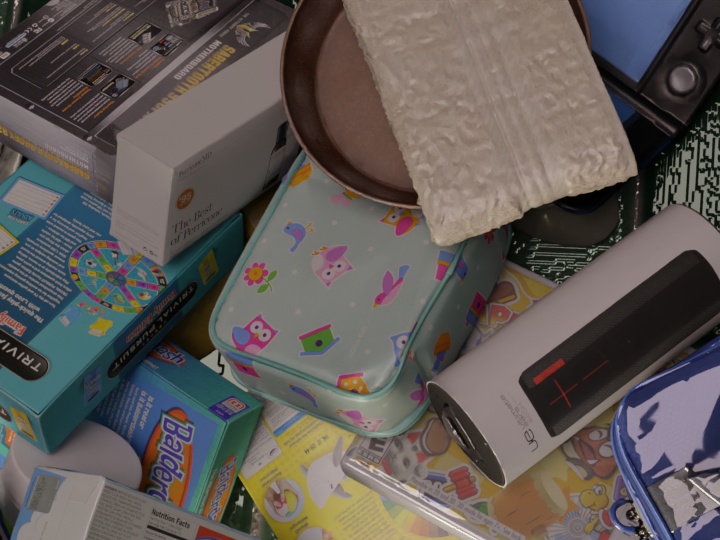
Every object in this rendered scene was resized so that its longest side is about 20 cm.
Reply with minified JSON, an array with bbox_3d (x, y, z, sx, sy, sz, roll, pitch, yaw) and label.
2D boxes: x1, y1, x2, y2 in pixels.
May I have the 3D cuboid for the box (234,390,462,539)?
[{"bbox_3d":[-0.003,0.153,0.931,0.117,0.048,0.200,-36,70,7],"label":"box"}]

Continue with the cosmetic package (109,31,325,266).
[{"bbox_3d":[-0.080,-0.089,0.917,0.050,0.200,0.083,29,134,20],"label":"cosmetic package"}]

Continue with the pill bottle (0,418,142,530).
[{"bbox_3d":[-0.212,0.199,0.910,0.112,0.112,0.201,34,119,19],"label":"pill bottle"}]

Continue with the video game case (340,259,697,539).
[{"bbox_3d":[0.117,0.098,0.887,0.199,0.023,0.182,26,68,19],"label":"video game case"}]

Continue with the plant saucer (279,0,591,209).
[{"bbox_3d":[0.048,-0.130,0.885,0.199,0.034,0.201,-3,72,11],"label":"plant saucer"}]

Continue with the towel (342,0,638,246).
[{"bbox_3d":[0.073,-0.123,0.844,0.132,0.034,0.201,-21,72,6],"label":"towel"}]

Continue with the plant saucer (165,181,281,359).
[{"bbox_3d":[-0.153,-0.033,1.008,0.200,0.048,0.201,-34,73,7],"label":"plant saucer"}]

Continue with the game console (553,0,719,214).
[{"bbox_3d":[0.133,-0.164,0.904,0.200,0.118,0.171,39,115,18],"label":"game console"}]

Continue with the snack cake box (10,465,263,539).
[{"bbox_3d":[-0.120,0.202,0.829,0.067,0.200,0.116,0,66,40],"label":"snack cake box"}]

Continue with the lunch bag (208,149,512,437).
[{"bbox_3d":[0.000,0.000,0.909,0.160,0.077,0.201,15,63,28],"label":"lunch bag"}]

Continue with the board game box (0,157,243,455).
[{"bbox_3d":[-0.197,0.004,0.912,0.151,0.047,0.200,29,56,20],"label":"board game box"}]

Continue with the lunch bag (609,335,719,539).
[{"bbox_3d":[0.232,0.099,0.773,0.199,0.132,0.136,-28,73,2],"label":"lunch bag"}]

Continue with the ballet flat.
[{"bbox_3d":[0.087,-0.085,0.938,0.200,0.064,0.068,39,94,19],"label":"ballet flat"}]

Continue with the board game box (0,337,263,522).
[{"bbox_3d":[-0.176,0.108,0.957,0.200,0.045,0.153,32,116,21],"label":"board game box"}]

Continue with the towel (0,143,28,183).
[{"bbox_3d":[-0.340,-0.071,1.057,0.199,0.035,0.193,20,87,32],"label":"towel"}]

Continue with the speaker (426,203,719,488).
[{"bbox_3d":[0.140,0.046,0.856,0.200,0.081,0.081,-34,72,-12],"label":"speaker"}]

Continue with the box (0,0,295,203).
[{"bbox_3d":[-0.158,-0.144,0.974,0.158,0.048,0.200,27,52,18],"label":"box"}]

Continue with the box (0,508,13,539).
[{"bbox_3d":[-0.223,0.224,0.825,0.070,0.064,0.201,-16,111,16],"label":"box"}]
